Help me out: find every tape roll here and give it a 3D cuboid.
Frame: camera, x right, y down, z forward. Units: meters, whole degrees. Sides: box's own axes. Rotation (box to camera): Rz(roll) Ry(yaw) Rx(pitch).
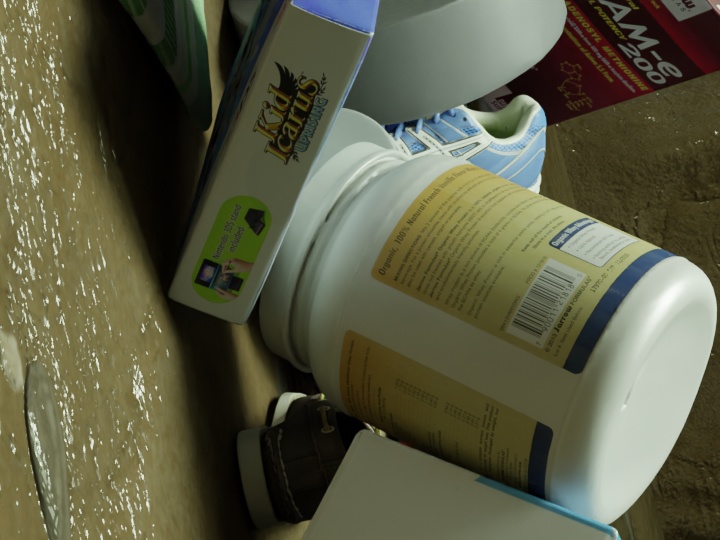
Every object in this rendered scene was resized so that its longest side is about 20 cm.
[{"bbox_3d":[0.023,-0.162,1.564,0.201,0.199,0.066,-85,162,-60],"label":"tape roll"}]

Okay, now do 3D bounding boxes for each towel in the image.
[{"bbox_3d":[-0.117,-0.182,1.318,0.200,0.023,0.153,62,19,-63],"label":"towel"}]

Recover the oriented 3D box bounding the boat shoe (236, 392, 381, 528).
[{"bbox_3d":[-0.019,0.100,1.407,0.200,0.059,0.072,-9,86,-80],"label":"boat shoe"}]

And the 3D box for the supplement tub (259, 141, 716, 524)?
[{"bbox_3d":[0.063,0.028,1.293,0.144,0.200,0.145,-46,151,-36],"label":"supplement tub"}]

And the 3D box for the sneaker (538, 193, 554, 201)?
[{"bbox_3d":[0.091,0.035,1.615,0.200,0.075,0.116,-93,-165,-59],"label":"sneaker"}]

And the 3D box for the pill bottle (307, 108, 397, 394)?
[{"bbox_3d":[0.000,0.000,1.483,0.200,0.114,0.115,63,17,-55],"label":"pill bottle"}]

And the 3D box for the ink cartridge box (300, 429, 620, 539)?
[{"bbox_3d":[0.054,0.203,1.293,0.146,0.146,0.200,-62,154,-18],"label":"ink cartridge box"}]

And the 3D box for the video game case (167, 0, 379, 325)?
[{"bbox_3d":[-0.036,-0.103,1.289,0.200,0.045,0.182,-81,-166,-55],"label":"video game case"}]

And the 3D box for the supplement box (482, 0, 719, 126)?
[{"bbox_3d":[0.152,-0.164,1.651,0.109,0.200,0.061,43,49,-30],"label":"supplement box"}]

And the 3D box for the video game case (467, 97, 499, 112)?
[{"bbox_3d":[0.047,-0.085,1.798,0.182,0.023,0.201,-29,-113,56],"label":"video game case"}]

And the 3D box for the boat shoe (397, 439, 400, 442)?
[{"bbox_3d":[0.059,0.141,1.785,0.200,0.072,0.062,-92,172,-50],"label":"boat shoe"}]

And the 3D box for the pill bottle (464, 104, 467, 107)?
[{"bbox_3d":[0.018,-0.095,1.714,0.113,0.113,0.201,42,36,-74],"label":"pill bottle"}]

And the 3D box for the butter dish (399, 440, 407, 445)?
[{"bbox_3d":[0.091,0.198,1.589,0.200,0.147,0.201,-59,137,-57],"label":"butter dish"}]

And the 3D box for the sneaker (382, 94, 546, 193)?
[{"bbox_3d":[0.026,-0.077,1.573,0.076,0.199,0.077,47,-52,48],"label":"sneaker"}]
